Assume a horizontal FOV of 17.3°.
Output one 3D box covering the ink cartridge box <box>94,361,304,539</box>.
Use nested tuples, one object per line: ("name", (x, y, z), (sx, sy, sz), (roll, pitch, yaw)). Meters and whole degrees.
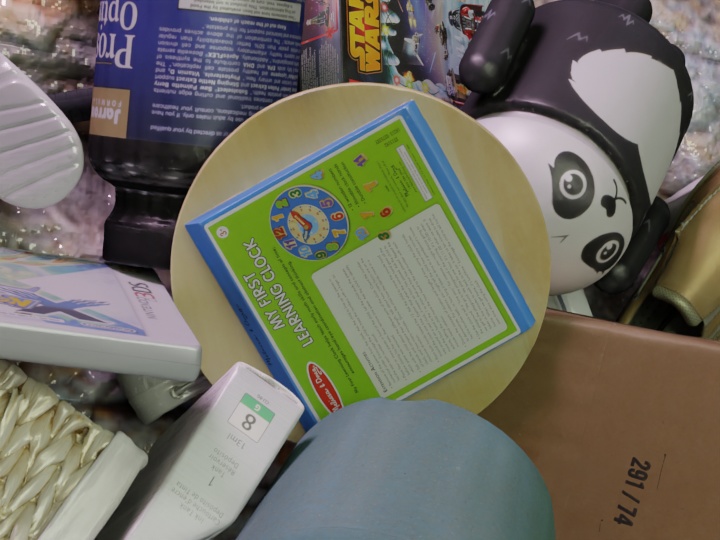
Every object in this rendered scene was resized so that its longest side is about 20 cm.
("ink cartridge box", (-0.116, 0.154, 1.214), (0.050, 0.161, 0.200), (34, 64, -7))

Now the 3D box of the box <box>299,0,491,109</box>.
("box", (0.023, -0.161, 1.413), (0.137, 0.040, 0.200), (11, 71, -43))

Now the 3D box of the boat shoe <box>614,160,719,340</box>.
("boat shoe", (0.197, 0.012, 1.392), (0.072, 0.200, 0.076), (33, 19, 12))

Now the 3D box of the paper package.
("paper package", (0.130, 0.124, 1.303), (0.190, 0.103, 0.200), (11, 92, 15))

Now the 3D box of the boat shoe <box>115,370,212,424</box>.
("boat shoe", (-0.040, 0.041, 1.332), (0.202, 0.075, 0.086), (-20, 86, -26))

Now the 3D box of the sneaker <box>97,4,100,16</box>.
("sneaker", (-0.149, -0.226, 1.351), (0.090, 0.066, 0.200), (-26, 91, -32))

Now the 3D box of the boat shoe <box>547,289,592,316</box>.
("boat shoe", (0.099, 0.080, 1.397), (0.066, 0.072, 0.200), (-4, 86, -30))

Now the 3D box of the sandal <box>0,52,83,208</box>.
("sandal", (-0.231, -0.109, 1.282), (0.207, 0.059, 0.079), (45, 94, 2))

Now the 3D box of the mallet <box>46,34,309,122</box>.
("mallet", (-0.113, -0.092, 1.355), (0.200, 0.041, 0.066), (-19, 88, -24))

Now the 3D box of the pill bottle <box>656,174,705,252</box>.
("pill bottle", (0.269, 0.026, 1.471), (0.109, 0.109, 0.200), (-30, 91, -29))

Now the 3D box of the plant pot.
("plant pot", (0.009, 0.172, 1.158), (0.200, 0.200, 0.196), (43, 29, -11))

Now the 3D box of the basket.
("basket", (-0.222, 0.142, 1.183), (0.123, 0.136, 0.200), (40, 63, -8))

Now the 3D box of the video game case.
("video game case", (-0.190, 0.012, 1.191), (0.200, 0.182, 0.022), (8, 100, -14))

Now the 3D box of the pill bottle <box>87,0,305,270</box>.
("pill bottle", (-0.089, -0.101, 1.286), (0.112, 0.112, 0.200), (4, 93, -26))

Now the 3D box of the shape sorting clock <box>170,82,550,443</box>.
("shape sorting clock", (0.000, 0.000, 1.246), (0.200, 0.039, 0.200), (-1, 103, -6))

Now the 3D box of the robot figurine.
("robot figurine", (0.120, -0.076, 1.369), (0.150, 0.125, 0.200), (28, 51, 4))
